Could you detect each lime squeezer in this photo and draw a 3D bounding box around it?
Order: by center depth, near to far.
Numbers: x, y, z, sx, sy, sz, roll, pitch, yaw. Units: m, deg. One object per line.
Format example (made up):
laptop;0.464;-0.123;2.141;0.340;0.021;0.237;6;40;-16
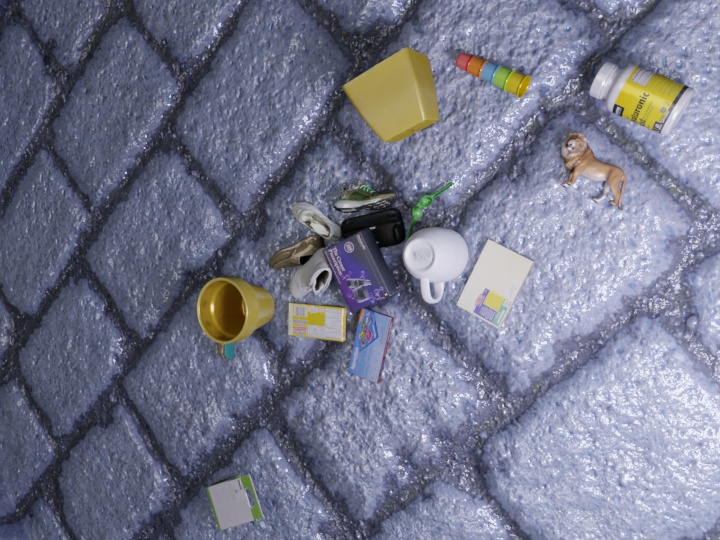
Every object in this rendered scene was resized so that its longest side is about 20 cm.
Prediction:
lime squeezer;0.176;-0.166;1.588;0.200;0.038;0.071;-51;47;-7

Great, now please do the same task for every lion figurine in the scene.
lion figurine;0.565;-0.239;1.392;0.199;0.072;0.123;30;92;9

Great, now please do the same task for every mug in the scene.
mug;0.189;-0.014;1.527;0.147;0.175;0.202;0;92;28

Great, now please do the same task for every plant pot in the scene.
plant pot;0.103;-0.454;1.558;0.199;0.200;0.177;-23;93;26
plant pot;-0.374;0.118;1.818;0.199;0.189;0.202;1;93;28

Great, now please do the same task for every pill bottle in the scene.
pill bottle;0.633;-0.398;1.319;0.199;0.111;0.112;34;107;23

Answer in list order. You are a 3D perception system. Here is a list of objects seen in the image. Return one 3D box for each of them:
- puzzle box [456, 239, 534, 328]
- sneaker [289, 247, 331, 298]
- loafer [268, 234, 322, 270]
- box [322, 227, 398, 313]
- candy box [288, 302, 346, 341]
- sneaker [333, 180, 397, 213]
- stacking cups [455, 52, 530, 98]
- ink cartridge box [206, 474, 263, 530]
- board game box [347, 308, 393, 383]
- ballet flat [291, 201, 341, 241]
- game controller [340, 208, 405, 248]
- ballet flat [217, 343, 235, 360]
puzzle box;0.353;0.035;1.528;0.133;0.025;0.201;30;105;23
sneaker;-0.152;0.035;1.730;0.200;0.073;0.116;-51;26;29
loafer;-0.198;-0.043;1.784;0.199;0.076;0.068;-28;73;26
box;0.000;0.000;1.664;0.141;0.079;0.201;-26;90;24
candy box;-0.135;0.157;1.786;0.199;0.026;0.103;4;96;28
sneaker;0.011;-0.221;1.675;0.199;0.077;0.089;-3;82;25
stacking cups;0.341;-0.514;1.502;0.200;0.060;0.061;37;107;25
ink cartridge box;-0.396;0.755;1.917;0.199;0.076;0.149;-25;80;25
board game box;0.029;0.220;1.707;0.102;0.019;0.201;16;99;25
ballet flat;-0.143;-0.152;1.758;0.199;0.069;0.070;34;107;23
game controller;0.034;-0.114;1.688;0.199;0.042;0.105;-10;101;28
ballet flat;-0.452;0.196;1.934;0.065;0.070;0.202;6;91;41
